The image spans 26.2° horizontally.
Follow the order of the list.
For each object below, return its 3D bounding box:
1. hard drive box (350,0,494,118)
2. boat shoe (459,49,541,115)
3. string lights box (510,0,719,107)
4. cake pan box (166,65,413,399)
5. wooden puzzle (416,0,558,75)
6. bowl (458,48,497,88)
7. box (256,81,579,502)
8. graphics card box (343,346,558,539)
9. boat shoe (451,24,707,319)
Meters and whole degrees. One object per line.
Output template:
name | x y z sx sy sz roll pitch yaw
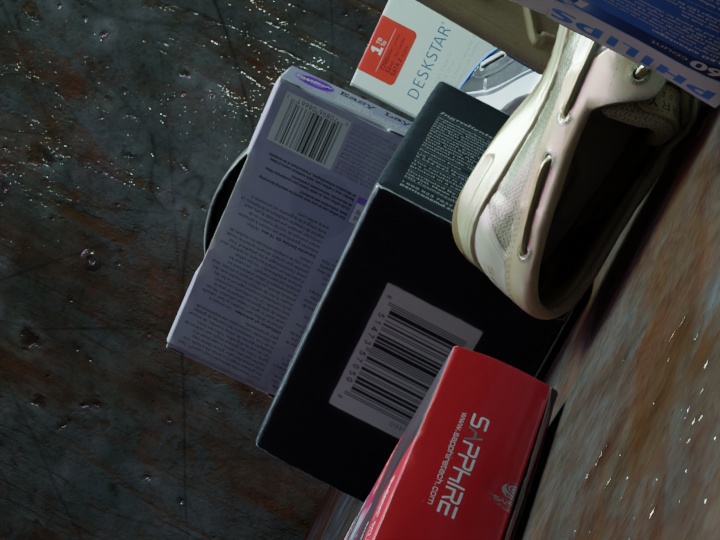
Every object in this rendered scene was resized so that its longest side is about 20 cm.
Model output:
hard drive box | 0.114 -0.207 1.485 0.157 0.199 0.077 -64 -2 22
boat shoe | 0.107 -0.121 1.023 0.068 0.071 0.200 -69 13 -11
string lights box | 0.100 -0.116 0.467 0.059 0.102 0.200 -63 -1 -6
cake pan box | 0.000 0.000 0.927 0.052 0.198 0.185 -68 1 -73
wooden puzzle | 0.096 -0.197 0.926 0.186 0.199 0.046 -62 -1 -34
bowl | 0.099 -0.076 1.199 0.201 0.039 0.202 -55 24 39
box | 0.041 0.012 0.789 0.149 0.106 0.200 -64 -1 24
graphics card box | 0.006 0.140 0.614 0.126 0.051 0.201 -63 -2 -50
boat shoe | 0.109 -0.074 0.608 0.201 0.072 0.065 -59 36 14
